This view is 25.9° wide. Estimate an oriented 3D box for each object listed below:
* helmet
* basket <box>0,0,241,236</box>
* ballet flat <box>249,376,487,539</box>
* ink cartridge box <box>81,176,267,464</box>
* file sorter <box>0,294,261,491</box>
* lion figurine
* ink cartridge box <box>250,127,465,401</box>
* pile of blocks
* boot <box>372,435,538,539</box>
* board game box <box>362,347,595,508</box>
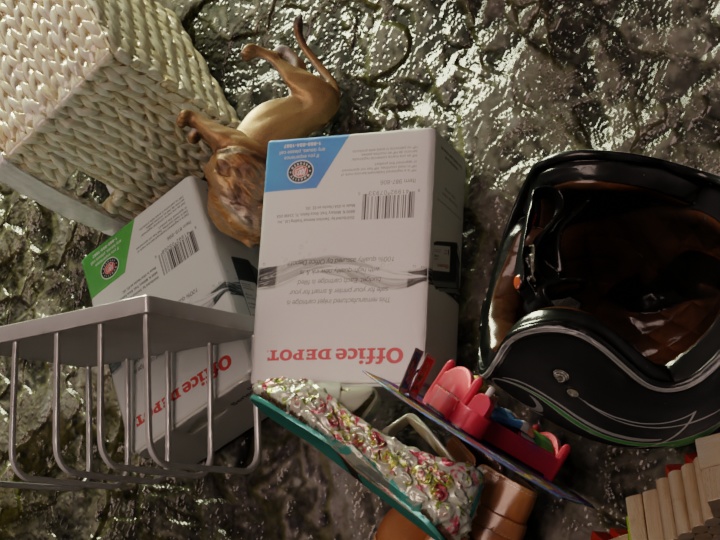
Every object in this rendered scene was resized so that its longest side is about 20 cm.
[{"bbox_3d":[0.186,0.024,1.020,0.190,0.200,0.201,15,85,-4],"label":"helmet"},{"bbox_3d":[-0.242,-0.163,1.404,0.161,0.198,0.200,-43,52,14],"label":"basket"},{"bbox_3d":[0.010,0.124,1.133,0.200,0.076,0.064,33,76,25],"label":"ballet flat"},{"bbox_3d":[-0.144,0.046,1.340,0.146,0.083,0.201,-34,59,25],"label":"ink cartridge box"},{"bbox_3d":[-0.192,0.103,1.221,0.199,0.139,0.125,-11,74,34],"label":"file sorter"},{"bbox_3d":[-0.072,-0.121,1.324,0.122,0.073,0.200,35,76,18],"label":"lion figurine"},{"bbox_3d":[0.000,0.000,1.223,0.144,0.084,0.201,-2,75,23],"label":"ink cartridge box"},{"bbox_3d":[0.214,0.163,1.025,0.200,0.082,0.062,-49,32,44],"label":"pile of blocks"},{"bbox_3d":[0.090,0.226,1.124,0.156,0.077,0.200,-56,44,6],"label":"boot"},{"bbox_3d":[0.093,0.102,1.068,0.158,0.200,0.039,31,90,22],"label":"board game box"}]
